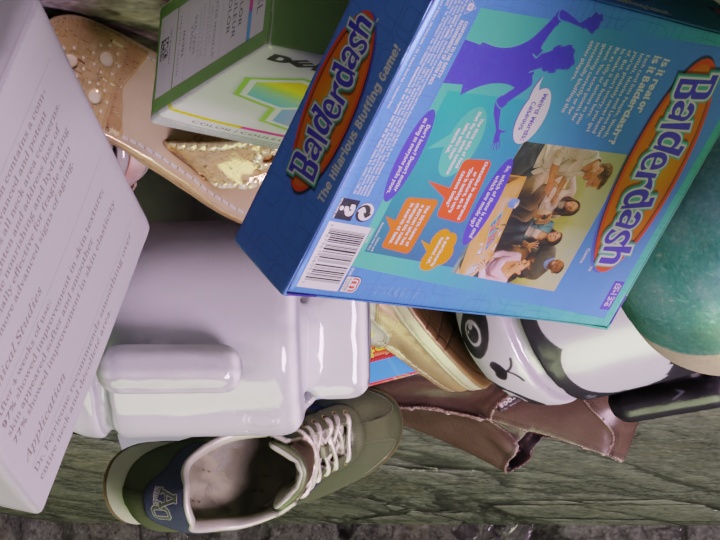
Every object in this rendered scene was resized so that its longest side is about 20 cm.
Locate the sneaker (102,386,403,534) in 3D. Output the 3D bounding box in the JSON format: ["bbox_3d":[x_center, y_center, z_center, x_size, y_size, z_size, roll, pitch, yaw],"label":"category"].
[{"bbox_3d":[-0.046,0.117,1.286,0.199,0.068,0.090,-13,-171,-29],"label":"sneaker"}]

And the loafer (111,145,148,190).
[{"bbox_3d":[-0.152,-0.069,1.155,0.063,0.072,0.200,-8,-179,-34],"label":"loafer"}]

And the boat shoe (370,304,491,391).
[{"bbox_3d":[0.000,0.000,1.228,0.066,0.074,0.200,-27,117,33],"label":"boat shoe"}]

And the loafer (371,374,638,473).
[{"bbox_3d":[0.084,0.093,1.380,0.199,0.071,0.073,-1,173,21],"label":"loafer"}]

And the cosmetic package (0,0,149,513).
[{"bbox_3d":[-0.219,-0.015,0.993,0.165,0.168,0.200,11,153,17],"label":"cosmetic package"}]

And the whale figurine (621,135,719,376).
[{"bbox_3d":[0.207,-0.037,1.028,0.199,0.160,0.104,-25,131,20],"label":"whale figurine"}]

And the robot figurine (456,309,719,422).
[{"bbox_3d":[0.146,0.004,1.189,0.199,0.151,0.125,-16,167,30],"label":"robot figurine"}]

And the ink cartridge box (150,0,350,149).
[{"bbox_3d":[-0.009,-0.102,0.935,0.103,0.060,0.200,9,167,-24],"label":"ink cartridge box"}]

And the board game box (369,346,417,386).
[{"bbox_3d":[-0.020,0.039,1.364,0.195,0.056,0.200,-14,-176,-4],"label":"board game box"}]

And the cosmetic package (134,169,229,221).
[{"bbox_3d":[-0.123,-0.018,1.319,0.106,0.091,0.199,14,162,-43],"label":"cosmetic package"}]

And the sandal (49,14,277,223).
[{"bbox_3d":[-0.062,-0.074,1.055,0.211,0.078,0.069,19,161,-32],"label":"sandal"}]

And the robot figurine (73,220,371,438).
[{"bbox_3d":[-0.094,0.031,1.136,0.199,0.114,0.170,-1,-170,2],"label":"robot figurine"}]

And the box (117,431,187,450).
[{"bbox_3d":[-0.060,0.069,1.501,0.155,0.041,0.200,0,-148,20],"label":"box"}]

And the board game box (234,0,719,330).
[{"bbox_3d":[0.062,-0.055,0.898,0.199,0.153,0.045,8,-152,-43],"label":"board game box"}]
